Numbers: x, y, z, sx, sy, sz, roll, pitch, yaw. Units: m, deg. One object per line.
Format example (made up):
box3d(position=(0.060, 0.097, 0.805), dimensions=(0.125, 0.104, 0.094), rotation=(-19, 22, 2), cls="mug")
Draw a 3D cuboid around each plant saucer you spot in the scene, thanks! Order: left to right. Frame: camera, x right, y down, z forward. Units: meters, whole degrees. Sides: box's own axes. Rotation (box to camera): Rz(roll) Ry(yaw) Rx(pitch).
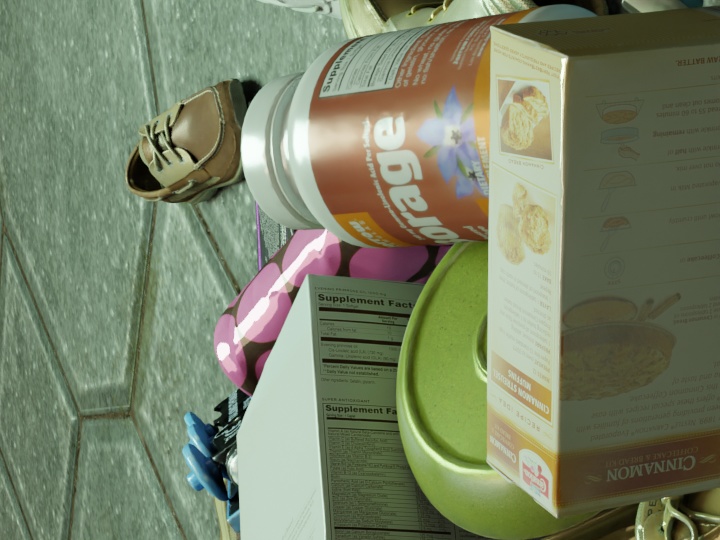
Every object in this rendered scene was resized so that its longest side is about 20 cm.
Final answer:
box3d(position=(0.088, 0.036, 1.059), dimensions=(0.200, 0.031, 0.201), rotation=(-26, 49, 34), cls="plant saucer")

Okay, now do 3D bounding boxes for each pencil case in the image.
box3d(position=(0.000, 0.000, 1.266), dimensions=(0.200, 0.094, 0.091), rotation=(-48, 7, 34), cls="pencil case")

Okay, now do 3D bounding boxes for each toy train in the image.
box3d(position=(-0.060, 0.133, 1.438), dimensions=(0.114, 0.087, 0.200), rotation=(51, -178, -9), cls="toy train")

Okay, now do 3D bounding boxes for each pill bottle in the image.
box3d(position=(0.036, -0.068, 1.066), dimensions=(0.200, 0.112, 0.113), rotation=(-4, 94, 44), cls="pill bottle")

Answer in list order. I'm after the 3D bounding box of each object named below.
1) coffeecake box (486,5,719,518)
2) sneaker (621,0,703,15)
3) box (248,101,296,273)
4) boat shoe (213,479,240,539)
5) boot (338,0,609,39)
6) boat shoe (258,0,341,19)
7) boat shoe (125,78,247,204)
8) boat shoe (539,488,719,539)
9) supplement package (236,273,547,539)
box3d(position=(0.138, -0.008, 0.911), dimensions=(0.073, 0.153, 0.201), rotation=(-145, 51, -62), cls="coffeecake box")
box3d(position=(0.138, -0.193, 0.985), dimensions=(0.087, 0.075, 0.200), rotation=(-45, 39, 22), cls="sneaker")
box3d(position=(-0.045, -0.014, 1.444), dimensions=(0.200, 0.036, 0.143), rotation=(-108, 15, -60), cls="box")
box3d(position=(-0.070, 0.197, 1.622), dimensions=(0.072, 0.072, 0.201), rotation=(16, 103, 33), cls="boat shoe")
box3d(position=(0.062, -0.146, 1.157), dimensions=(0.200, 0.072, 0.155), rotation=(59, 150, 31), cls="boot")
box3d(position=(-0.034, -0.196, 1.379), dimensions=(0.200, 0.067, 0.074), rotation=(-176, 79, -67), cls="boat shoe")
box3d(position=(-0.138, -0.095, 1.660), dimensions=(0.200, 0.072, 0.076), rotation=(136, 123, -63), cls="boat shoe")
box3d(position=(0.130, 0.134, 1.005), dimensions=(0.200, 0.063, 0.073), rotation=(-36, 19, 40), cls="boat shoe")
box3d(position=(0.021, 0.141, 1.199), dimensions=(0.191, 0.146, 0.201), rotation=(116, 155, -53), cls="supplement package")
